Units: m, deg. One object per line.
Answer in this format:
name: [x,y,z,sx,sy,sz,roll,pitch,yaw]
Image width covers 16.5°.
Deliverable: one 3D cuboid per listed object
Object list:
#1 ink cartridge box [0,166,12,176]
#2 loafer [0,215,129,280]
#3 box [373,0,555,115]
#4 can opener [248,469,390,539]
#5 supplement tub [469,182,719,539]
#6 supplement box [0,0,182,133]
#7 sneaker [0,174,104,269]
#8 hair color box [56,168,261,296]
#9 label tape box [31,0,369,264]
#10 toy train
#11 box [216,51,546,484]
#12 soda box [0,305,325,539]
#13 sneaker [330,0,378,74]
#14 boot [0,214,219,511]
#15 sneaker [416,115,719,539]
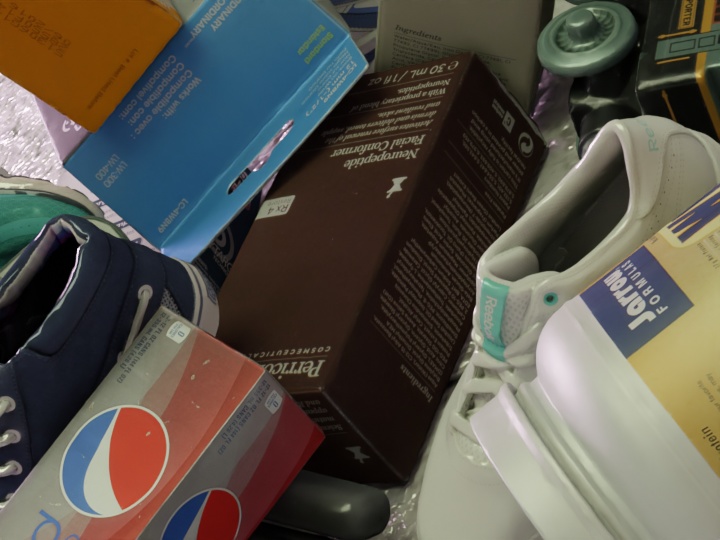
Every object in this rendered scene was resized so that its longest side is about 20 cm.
ink cartridge box: [-0.243,-0.021,1.337,0.200,0.115,0.068,-140,60,-74]
loafer: [-0.178,0.058,1.142,0.200,0.063,0.072,-37,60,-7]
box: [0.054,-0.158,1.147,0.082,0.200,0.069,14,52,7]
can opener: [-0.069,0.098,1.092,0.199,0.067,0.054,11,100,30]
supplement tub: [0.152,0.039,0.872,0.200,0.144,0.145,-38,33,4]
supplement box: [-0.176,-0.164,1.221,0.074,0.126,0.200,-50,32,10]
sneaker: [-0.216,0.008,1.179,0.199,0.078,0.080,-10,25,0]
hair color box: [-0.115,0.022,1.241,0.100,0.061,0.201,-20,39,25]
label tape box: [-0.088,-0.104,1.226,0.143,0.066,0.200,-48,30,11]
toy train: [0.150,-0.120,1.124,0.113,0.085,0.200,-7,42,23]
box: [0.000,0.000,1.140,0.100,0.075,0.201,-8,47,40]
soda box: [-0.106,0.118,1.011,0.070,0.063,0.200,30,77,37]
sneaker: [0.037,-0.175,1.291,0.200,0.088,0.075,-36,32,6]
boot: [-0.147,0.070,1.053,0.073,0.090,0.200,33,92,40]
sneaker: [0.065,0.027,0.953,0.075,0.088,0.201,33,100,34]
